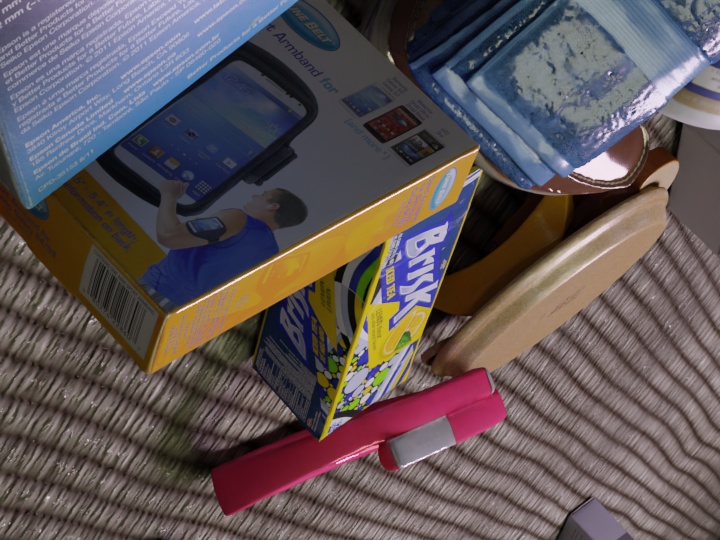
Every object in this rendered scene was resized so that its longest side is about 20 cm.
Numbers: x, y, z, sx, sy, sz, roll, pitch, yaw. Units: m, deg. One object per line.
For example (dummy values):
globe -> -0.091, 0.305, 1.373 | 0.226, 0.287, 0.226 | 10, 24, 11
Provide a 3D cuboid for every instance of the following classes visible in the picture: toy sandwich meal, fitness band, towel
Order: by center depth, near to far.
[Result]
towel -> 0.123, -0.122, 0.939 | 0.200, 0.049, 0.112 | -40, 130, 11
fitness band -> 0.000, 0.100, 1.302 | 0.143, 0.038, 0.199 | -19, 179, 40
toy sandwich meal -> 0.112, -0.012, 1.361 | 0.205, 0.070, 0.205 | -36, 169, -8

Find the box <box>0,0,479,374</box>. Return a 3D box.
box -> -0.046, -0.049, 0.880 | 0.199, 0.119, 0.042 | -31, 156, -36

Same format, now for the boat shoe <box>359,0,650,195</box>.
boat shoe -> 0.082, -0.081, 1.040 | 0.199, 0.072, 0.076 | 24, 87, -46

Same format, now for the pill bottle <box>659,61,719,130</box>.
pill bottle -> 0.205, -0.183, 1.121 | 0.119, 0.120, 0.201 | -24, 152, -45

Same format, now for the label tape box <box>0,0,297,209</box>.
label tape box -> -0.089, -0.127, 0.723 | 0.143, 0.066, 0.200 | -40, 157, -17

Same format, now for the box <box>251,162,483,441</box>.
box -> 0.000, 0.000, 1.152 | 0.070, 0.064, 0.201 | -33, 158, -31

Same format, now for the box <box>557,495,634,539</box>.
box -> 0.268, 0.340, 2.162 | 0.041, 0.200, 0.156 | -33, 158, -28

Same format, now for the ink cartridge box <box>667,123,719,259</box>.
ink cartridge box -> 0.317, -0.109, 1.544 | 0.200, 0.084, 0.145 | -41, 160, -14
